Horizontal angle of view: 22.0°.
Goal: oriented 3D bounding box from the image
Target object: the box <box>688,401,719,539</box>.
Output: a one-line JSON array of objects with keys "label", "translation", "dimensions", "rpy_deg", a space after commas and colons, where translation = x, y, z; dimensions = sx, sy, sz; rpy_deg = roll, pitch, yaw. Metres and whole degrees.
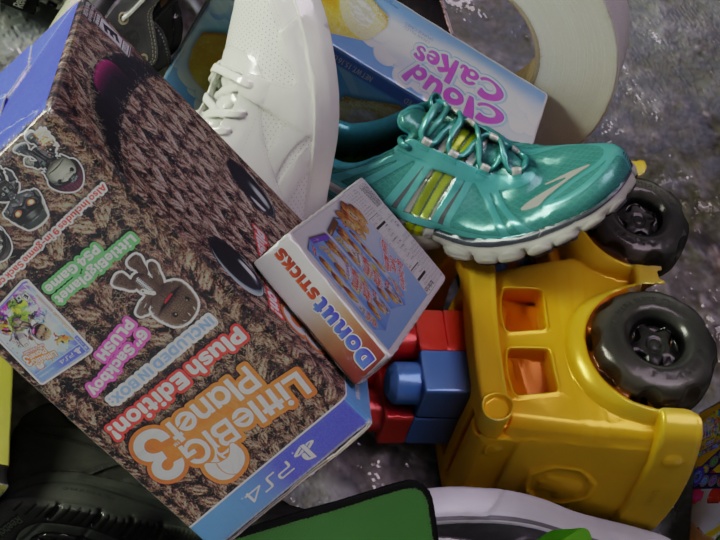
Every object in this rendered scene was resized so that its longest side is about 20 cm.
[{"label": "box", "translation": [0.293, 0.181, 1.035], "dimensions": [0.199, 0.122, 0.194], "rpy_deg": [32, 47, -23]}]

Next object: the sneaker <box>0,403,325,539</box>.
[{"label": "sneaker", "translation": [-0.083, 0.113, 0.915], "dimensions": [0.199, 0.076, 0.091], "rpy_deg": [19, 41, -24]}]

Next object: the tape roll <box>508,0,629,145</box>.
[{"label": "tape roll", "translation": [0.056, -0.141, 1.086], "dimensions": [0.202, 0.203, 0.037], "rpy_deg": [30, 46, -9]}]

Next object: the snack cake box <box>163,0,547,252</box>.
[{"label": "snack cake box", "translation": [-0.007, -0.099, 1.076], "dimensions": [0.199, 0.115, 0.067], "rpy_deg": [30, 46, -9]}]

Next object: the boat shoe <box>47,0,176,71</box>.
[{"label": "boat shoe", "translation": [-0.135, -0.120, 0.994], "dimensions": [0.067, 0.072, 0.201], "rpy_deg": [32, 83, -11]}]

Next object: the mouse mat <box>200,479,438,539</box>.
[{"label": "mouse mat", "translation": [-0.034, 0.196, 0.871], "dimensions": [0.199, 0.008, 0.162], "rpy_deg": [-11, 96, -35]}]

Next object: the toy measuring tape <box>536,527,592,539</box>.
[{"label": "toy measuring tape", "translation": [0.062, 0.189, 0.899], "dimensions": [0.199, 0.074, 0.074], "rpy_deg": [-26, 74, -37]}]

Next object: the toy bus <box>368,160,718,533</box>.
[{"label": "toy bus", "translation": [0.084, 0.039, 1.040], "dimensions": [0.190, 0.136, 0.201], "rpy_deg": [4, 53, -9]}]

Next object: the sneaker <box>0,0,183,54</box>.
[{"label": "sneaker", "translation": [-0.191, -0.179, 1.058], "dimensions": [0.200, 0.074, 0.088], "rpy_deg": [41, 53, 9]}]

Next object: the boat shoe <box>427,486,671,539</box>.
[{"label": "boat shoe", "translation": [0.092, 0.161, 0.987], "dimensions": [0.199, 0.069, 0.057], "rpy_deg": [14, 53, -25]}]

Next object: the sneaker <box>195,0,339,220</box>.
[{"label": "sneaker", "translation": [-0.077, -0.061, 0.974], "dimensions": [0.115, 0.201, 0.074], "rpy_deg": [-9, 20, -32]}]

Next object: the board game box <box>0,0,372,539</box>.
[{"label": "board game box", "translation": [-0.098, -0.002, 0.852], "dimensions": [0.200, 0.097, 0.160], "rpy_deg": [46, 15, -20]}]

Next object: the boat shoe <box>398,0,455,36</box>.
[{"label": "boat shoe", "translation": [0.011, -0.194, 1.181], "dimensions": [0.074, 0.073, 0.201], "rpy_deg": [-18, 69, -38]}]

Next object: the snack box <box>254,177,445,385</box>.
[{"label": "snack box", "translation": [0.000, 0.000, 0.900], "dimensions": [0.072, 0.024, 0.200], "rpy_deg": [51, 13, -2]}]

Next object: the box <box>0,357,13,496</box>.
[{"label": "box", "translation": [-0.200, 0.029, 0.900], "dimensions": [0.050, 0.075, 0.201], "rpy_deg": [12, 54, -23]}]

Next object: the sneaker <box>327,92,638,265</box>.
[{"label": "sneaker", "translation": [0.049, -0.053, 1.000], "dimensions": [0.199, 0.080, 0.078], "rpy_deg": [1, 35, 22]}]
